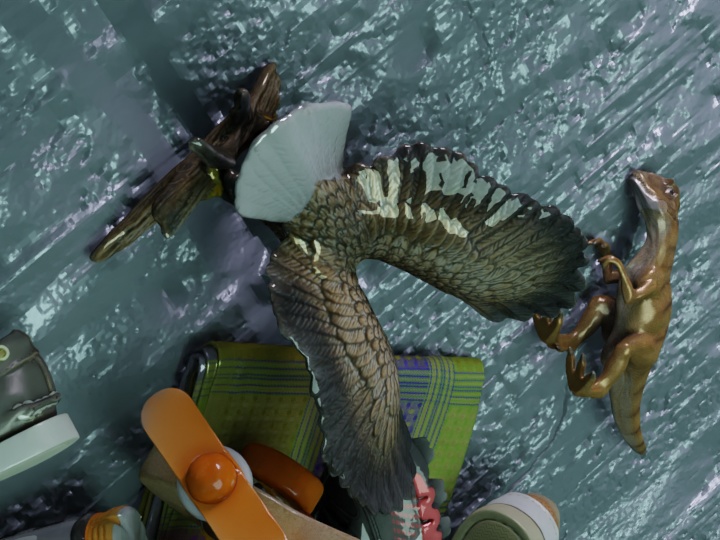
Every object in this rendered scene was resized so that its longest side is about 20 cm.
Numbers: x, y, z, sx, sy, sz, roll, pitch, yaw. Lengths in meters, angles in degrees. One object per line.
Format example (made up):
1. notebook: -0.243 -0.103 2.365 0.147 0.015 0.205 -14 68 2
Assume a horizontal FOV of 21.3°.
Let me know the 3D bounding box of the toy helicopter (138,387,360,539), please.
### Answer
1. toy helicopter: -0.030 0.121 0.890 0.079 0.200 0.132 -57 136 -18

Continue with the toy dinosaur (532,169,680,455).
1. toy dinosaur: 0.154 0.045 1.100 0.106 0.060 0.201 -12 121 -32

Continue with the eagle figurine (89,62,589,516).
1. eagle figurine: 0.002 -0.002 0.910 0.152 0.200 0.151 -44 -176 36

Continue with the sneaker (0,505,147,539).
1. sneaker: -0.141 0.197 0.974 0.077 0.078 0.201 -3 126 0

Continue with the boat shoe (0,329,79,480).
1. boat shoe: -0.229 0.089 0.853 0.201 0.072 0.060 -23 85 -10

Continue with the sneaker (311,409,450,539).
1. sneaker: -0.009 0.165 1.012 0.098 0.071 0.201 -15 124 -31

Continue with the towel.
1. towel: -0.027 0.105 1.030 0.200 0.023 0.144 4 111 -37

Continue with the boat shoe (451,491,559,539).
1. boat shoe: 0.056 0.212 1.108 0.200 0.075 0.068 -55 162 25
